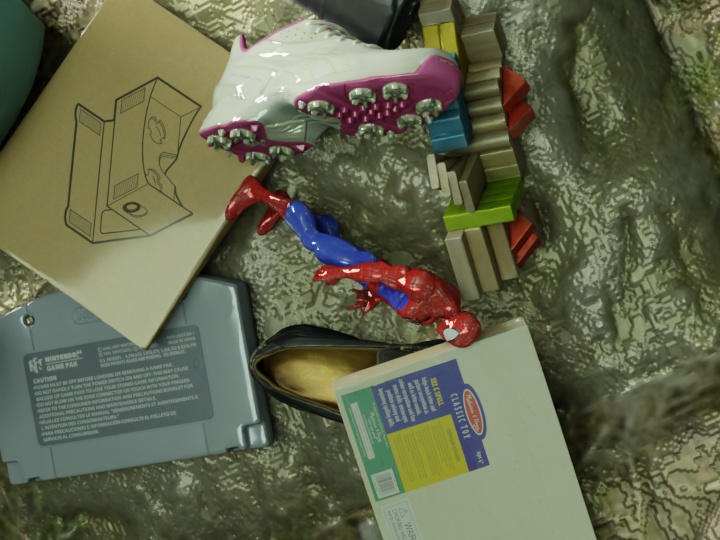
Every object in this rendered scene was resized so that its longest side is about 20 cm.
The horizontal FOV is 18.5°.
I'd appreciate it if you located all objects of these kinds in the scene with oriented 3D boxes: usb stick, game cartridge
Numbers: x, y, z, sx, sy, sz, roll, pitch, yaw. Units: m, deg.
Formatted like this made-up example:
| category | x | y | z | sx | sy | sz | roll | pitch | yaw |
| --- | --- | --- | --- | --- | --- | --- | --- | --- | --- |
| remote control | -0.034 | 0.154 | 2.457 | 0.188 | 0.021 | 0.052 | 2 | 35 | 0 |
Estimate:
| category | x | y | z | sx | sy | sz | roll | pitch | yaw |
| --- | --- | --- | --- | --- | --- | --- | --- | --- | --- |
| usb stick | -0.048 | -0.210 | 1.466 | 0.200 | 0.033 | 0.056 | 33 | 125 | 21 |
| game cartridge | -0.163 | 0.070 | 1.532 | 0.199 | 0.040 | 0.134 | -9 | 94 | 18 |

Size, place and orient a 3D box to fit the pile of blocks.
| category | x | y | z | sx | sy | sz | roll | pitch | yaw |
| --- | --- | --- | --- | --- | --- | --- | --- | --- | --- |
| pile of blocks | 0.081 | -0.085 | 1.421 | 0.062 | 0.082 | 0.201 | -10 | 90 | 18 |

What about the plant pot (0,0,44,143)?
| category | x | y | z | sx | sy | sz | roll | pitch | yaw |
| --- | --- | --- | --- | --- | --- | --- | --- | --- | --- |
| plant pot | -0.310 | -0.148 | 1.487 | 0.200 | 0.201 | 0.161 | 41 | 87 | 11 |

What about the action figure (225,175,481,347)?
| category | x | y | z | sx | sy | sz | roll | pitch | yaw |
| --- | --- | --- | --- | --- | --- | --- | --- | --- | --- |
| action figure | 0.000 | 0.000 | 1.434 | 0.200 | 0.065 | 0.052 | 27 | 86 | 34 |

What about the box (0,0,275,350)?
| category | x | y | z | sx | sy | sz | roll | pitch | yaw |
| --- | --- | --- | --- | --- | --- | --- | --- | --- | --- |
| box | -0.154 | -0.073 | 1.504 | 0.163 | 0.021 | 0.200 | 34 | 88 | 12 |

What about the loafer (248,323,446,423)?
| category | x | y | z | sx | sy | sz | roll | pitch | yaw |
| --- | --- | --- | --- | --- | --- | --- | --- | --- | --- |
| loafer | 0.022 | 0.080 | 1.454 | 0.199 | 0.072 | 0.073 | 5 | 94 | 16 |

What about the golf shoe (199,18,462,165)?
| category | x | y | z | sx | sy | sz | roll | pitch | yaw |
| --- | --- | --- | --- | --- | --- | --- | --- | --- | --- |
| golf shoe | -0.020 | -0.128 | 1.414 | 0.199 | 0.075 | 0.092 | -9 | 64 | 36 |

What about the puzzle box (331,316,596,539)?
| category | x | y | z | sx | sy | sz | roll | pitch | yaw |
| --- | --- | --- | --- | --- | --- | --- | --- | --- | --- |
| puzzle box | 0.074 | 0.143 | 1.423 | 0.133 | 0.025 | 0.201 | -18 | 102 | 2 |
